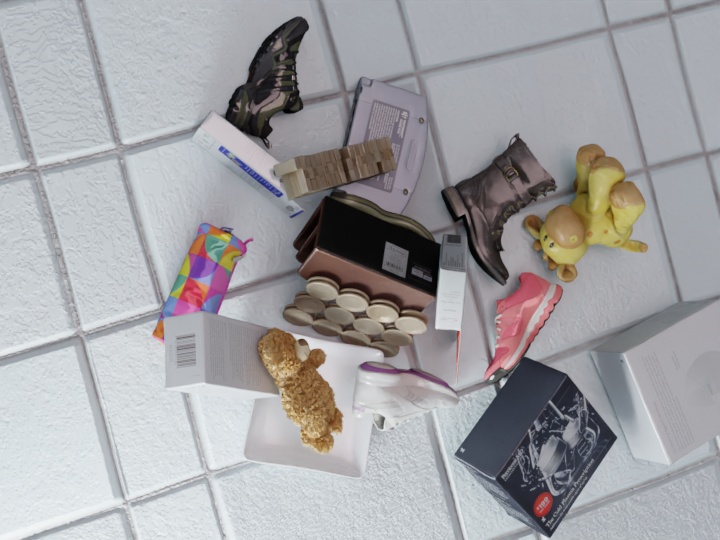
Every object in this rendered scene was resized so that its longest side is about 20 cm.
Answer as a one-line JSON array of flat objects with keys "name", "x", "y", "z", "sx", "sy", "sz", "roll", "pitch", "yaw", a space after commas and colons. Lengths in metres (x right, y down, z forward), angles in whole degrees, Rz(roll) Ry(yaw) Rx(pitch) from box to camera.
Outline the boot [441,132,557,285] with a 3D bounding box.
[{"name": "boot", "x": 0.241, "y": -0.098, "z": 1.773, "sx": 0.172, "sy": 0.069, "sz": 0.202, "roll": -29, "pitch": 93, "yaw": -3}]

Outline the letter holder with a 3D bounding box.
[{"name": "letter holder", "x": 0.000, "y": 0.000, "z": 1.660, "sx": 0.198, "sy": 0.142, "sz": 0.102, "roll": 22, "pitch": 50, "yaw": -17}]

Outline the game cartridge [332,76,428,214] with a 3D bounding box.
[{"name": "game cartridge", "x": 0.037, "y": -0.192, "z": 1.752, "sx": 0.131, "sy": 0.041, "sz": 0.203, "roll": 16, "pitch": 82, "yaw": -19}]

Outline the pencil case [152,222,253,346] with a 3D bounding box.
[{"name": "pencil case", "x": -0.235, "y": 0.027, "z": 1.632, "sx": 0.087, "sy": 0.088, "sz": 0.203, "roll": 26, "pitch": 82, "yaw": -13}]

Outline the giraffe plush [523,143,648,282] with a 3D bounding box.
[{"name": "giraffe plush", "x": 0.358, "y": -0.080, "z": 1.799, "sx": 0.160, "sy": 0.173, "sz": 0.202, "roll": -27, "pitch": 129, "yaw": -6}]

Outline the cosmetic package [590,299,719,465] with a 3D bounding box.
[{"name": "cosmetic package", "x": 0.521, "y": 0.183, "z": 1.829, "sx": 0.198, "sy": 0.123, "sz": 0.202, "roll": -25, "pitch": 94, "yaw": -18}]

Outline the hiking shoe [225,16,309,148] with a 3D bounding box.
[{"name": "hiking shoe", "x": -0.124, "y": -0.292, "z": 1.698, "sx": 0.100, "sy": 0.076, "sz": 0.202, "roll": 33, "pitch": 87, "yaw": -21}]

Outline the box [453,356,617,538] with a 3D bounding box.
[{"name": "box", "x": 0.277, "y": 0.277, "z": 1.728, "sx": 0.201, "sy": 0.104, "sz": 0.182, "roll": -52, "pitch": 124, "yaw": -13}]

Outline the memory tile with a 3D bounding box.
[{"name": "memory tile", "x": -0.009, "y": 0.071, "z": 1.667, "sx": 0.197, "sy": 0.153, "sz": 0.017, "roll": 22, "pitch": 58, "yaw": -14}]

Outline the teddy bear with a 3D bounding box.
[{"name": "teddy bear", "x": -0.077, "y": 0.173, "z": 1.616, "sx": 0.145, "sy": 0.066, "sz": 0.203, "roll": -25, "pitch": 98, "yaw": -57}]

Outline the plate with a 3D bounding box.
[{"name": "plate", "x": -0.073, "y": 0.205, "z": 1.697, "sx": 0.197, "sy": 0.032, "sz": 0.203, "roll": 12, "pitch": 83, "yaw": -16}]

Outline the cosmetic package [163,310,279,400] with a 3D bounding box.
[{"name": "cosmetic package", "x": -0.195, "y": 0.125, "z": 1.573, "sx": 0.070, "sy": 0.199, "sz": 0.103, "roll": -10, "pitch": 75, "yaw": 25}]

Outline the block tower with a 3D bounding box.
[{"name": "block tower", "x": -0.035, "y": -0.153, "z": 1.646, "sx": 0.198, "sy": 0.054, "sz": 0.059, "roll": -17, "pitch": 91, "yaw": -42}]

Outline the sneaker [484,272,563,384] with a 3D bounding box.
[{"name": "sneaker", "x": 0.245, "y": 0.092, "z": 1.791, "sx": 0.086, "sy": 0.074, "sz": 0.201, "roll": 33, "pitch": 78, "yaw": 8}]

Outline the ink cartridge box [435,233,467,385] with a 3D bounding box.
[{"name": "ink cartridge box", "x": 0.136, "y": 0.054, "z": 1.673, "sx": 0.043, "sy": 0.200, "sz": 0.177, "roll": 6, "pitch": 107, "yaw": 4}]

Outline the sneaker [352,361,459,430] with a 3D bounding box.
[{"name": "sneaker", "x": 0.066, "y": 0.201, "z": 1.710, "sx": 0.198, "sy": 0.075, "sz": 0.101, "roll": 14, "pitch": 93, "yaw": -33}]

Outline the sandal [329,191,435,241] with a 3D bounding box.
[{"name": "sandal", "x": 0.029, "y": -0.064, "z": 1.706, "sx": 0.199, "sy": 0.079, "sz": 0.058, "roll": 23, "pitch": 78, "yaw": -28}]

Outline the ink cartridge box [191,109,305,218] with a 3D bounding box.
[{"name": "ink cartridge box", "x": -0.161, "y": -0.158, "z": 1.657, "sx": 0.199, "sy": 0.099, "sz": 0.039, "roll": 39, "pitch": 76, "yaw": -12}]
